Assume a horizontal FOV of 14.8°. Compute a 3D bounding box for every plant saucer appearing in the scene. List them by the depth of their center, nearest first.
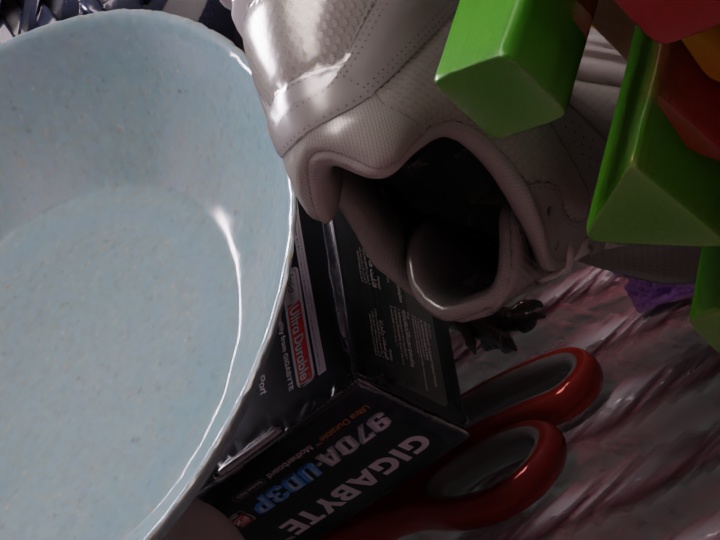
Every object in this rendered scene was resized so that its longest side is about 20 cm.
[{"bbox_3d":[-0.089,0.025,0.723,0.201,0.039,0.201,-21,50,27],"label":"plant saucer"}]

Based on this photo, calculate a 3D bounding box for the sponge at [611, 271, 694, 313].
[{"bbox_3d":[0.153,-0.069,0.853,0.111,0.030,0.200,-22,23,40],"label":"sponge"}]

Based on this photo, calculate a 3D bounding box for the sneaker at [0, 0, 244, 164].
[{"bbox_3d":[-0.099,-0.057,0.800,0.200,0.082,0.070,-41,42,27],"label":"sneaker"}]

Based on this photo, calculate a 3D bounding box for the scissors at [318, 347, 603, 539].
[{"bbox_3d":[-0.014,0.081,0.820,0.200,0.014,0.073,-29,22,24],"label":"scissors"}]

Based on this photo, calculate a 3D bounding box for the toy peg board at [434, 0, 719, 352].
[{"bbox_3d":[0.132,-0.053,0.620,0.199,0.200,0.098,-19,42,41],"label":"toy peg board"}]

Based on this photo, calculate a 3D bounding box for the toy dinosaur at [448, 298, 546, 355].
[{"bbox_3d":[0.000,0.000,0.865,0.200,0.088,0.047,-23,20,40],"label":"toy dinosaur"}]

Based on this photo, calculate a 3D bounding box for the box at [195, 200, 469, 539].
[{"bbox_3d":[-0.052,-0.002,0.821,0.159,0.046,0.200,-36,46,31],"label":"box"}]

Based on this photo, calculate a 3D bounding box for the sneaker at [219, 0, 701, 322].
[{"bbox_3d":[0.037,-0.020,0.707,0.076,0.200,0.092,-27,56,32],"label":"sneaker"}]

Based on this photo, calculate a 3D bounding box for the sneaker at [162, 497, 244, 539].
[{"bbox_3d":[-0.039,0.127,0.664,0.085,0.073,0.200,-23,33,28],"label":"sneaker"}]
